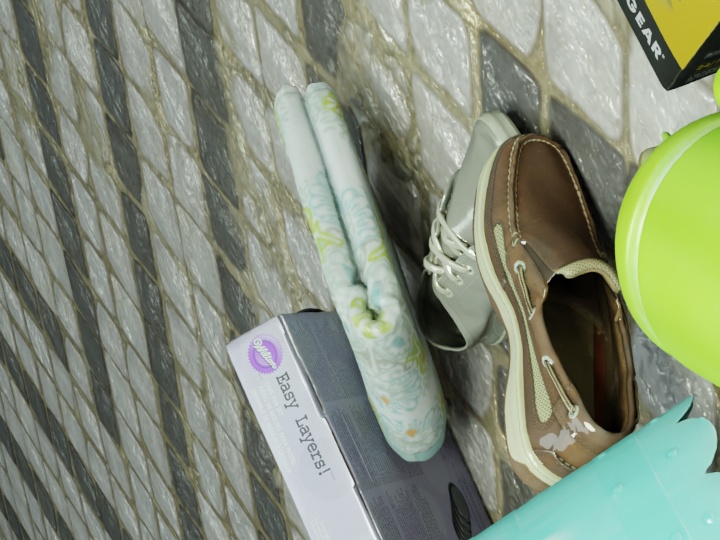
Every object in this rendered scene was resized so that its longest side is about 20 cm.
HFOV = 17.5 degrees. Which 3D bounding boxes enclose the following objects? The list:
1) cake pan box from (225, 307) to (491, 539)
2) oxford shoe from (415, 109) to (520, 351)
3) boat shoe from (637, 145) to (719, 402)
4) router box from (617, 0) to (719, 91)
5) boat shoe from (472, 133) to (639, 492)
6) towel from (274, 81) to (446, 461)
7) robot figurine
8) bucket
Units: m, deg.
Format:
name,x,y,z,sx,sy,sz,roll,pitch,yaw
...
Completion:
name,x,y,z,sx,sy,sz,roll,pitch,yaw
cake pan box,0.004,0.115,1.527,0.201,0.052,0.184,65,-160,8
oxford shoe,0.067,-0.015,1.362,0.075,0.057,0.201,60,159,29
boat shoe,0.187,0.028,1.081,0.202,0.063,0.073,69,-168,17
router box,0.129,-0.199,0.988,0.201,0.052,0.157,64,161,14
boat shoe,0.111,0.012,1.214,0.075,0.074,0.204,-45,46,52
towel,0.000,0.000,1.464,0.171,0.048,0.201,65,-174,-57
robot figurine,0.180,0.000,0.960,0.200,0.115,0.177,-148,47,-61
bucket,0.148,0.176,1.116,0.208,0.134,0.207,59,-176,-7
